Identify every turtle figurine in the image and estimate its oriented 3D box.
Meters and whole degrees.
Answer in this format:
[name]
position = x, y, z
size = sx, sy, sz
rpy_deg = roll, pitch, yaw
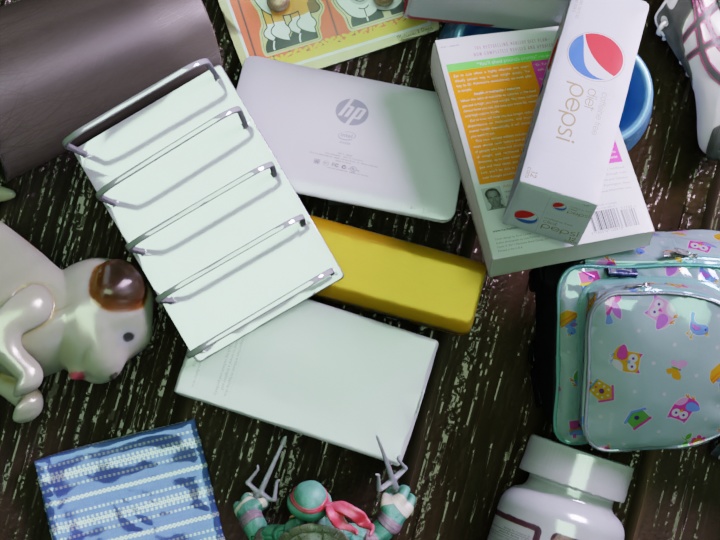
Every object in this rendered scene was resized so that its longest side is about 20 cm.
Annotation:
[turtle figurine]
position = -0.037, 0.221, 1.271
size = 0.150, 0.101, 0.200
rpy_deg = 8, 123, 12

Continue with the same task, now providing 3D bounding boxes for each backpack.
[backpack]
position = 0.252, 0.057, 1.290
size = 0.200, 0.153, 0.176
rpy_deg = -5, 110, -10

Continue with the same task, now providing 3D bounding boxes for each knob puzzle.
[knob puzzle]
position = -0.043, -0.278, 1.356
size = 0.219, 0.030, 0.220
rpy_deg = 0, 88, -2

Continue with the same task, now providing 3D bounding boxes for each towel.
[towel]
position = -0.187, 0.240, 1.329
size = 0.145, 0.024, 0.200
rpy_deg = -14, 88, -4

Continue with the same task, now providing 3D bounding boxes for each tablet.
[tablet]
position = -0.011, -0.113, 1.310
size = 0.200, 0.014, 0.130
rpy_deg = 12, 59, 0

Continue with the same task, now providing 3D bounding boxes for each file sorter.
[file sorter]
position = -0.122, -0.048, 1.213
size = 0.139, 0.125, 0.200
rpy_deg = -31, 89, -1

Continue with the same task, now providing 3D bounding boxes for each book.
[book]
position = 0.144, -0.102, 1.263
size = 0.133, 0.048, 0.200
rpy_deg = -10, 64, -7

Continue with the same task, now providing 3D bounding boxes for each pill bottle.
[pill bottle]
position = 0.156, 0.246, 1.303
size = 0.109, 0.110, 0.200
rpy_deg = 18, 87, -2

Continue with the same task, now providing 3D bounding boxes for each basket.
[basket]
position = -0.228, -0.173, 1.285
size = 0.200, 0.180, 0.136
rpy_deg = -25, 97, -15

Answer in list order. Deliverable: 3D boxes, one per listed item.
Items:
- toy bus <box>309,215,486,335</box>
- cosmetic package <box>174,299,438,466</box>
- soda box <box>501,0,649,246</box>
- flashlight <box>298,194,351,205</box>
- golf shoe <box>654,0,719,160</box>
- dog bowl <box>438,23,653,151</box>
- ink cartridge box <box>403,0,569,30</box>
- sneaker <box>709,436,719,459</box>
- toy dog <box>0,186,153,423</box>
[toy bus]
position = 0.000, 0.000, 1.321
size = 0.200, 0.078, 0.065
rpy_deg = 15, 87, -2
[cosmetic package]
position = -0.045, 0.081, 1.316
size = 0.200, 0.081, 0.113
rpy_deg = 20, 87, -3
[soda box]
position = 0.169, -0.124, 1.218
size = 0.064, 0.068, 0.200
rpy_deg = 17, 62, 1
[flashlight]
position = -0.091, -0.085, 1.331
size = 0.200, 0.068, 0.068
rpy_deg = 1, 57, -7
[golf shoe]
position = 0.299, -0.193, 1.358
size = 0.088, 0.077, 0.200
rpy_deg = 3, 85, 17
[dog bowl]
position = 0.162, -0.169, 1.352
size = 0.200, 0.050, 0.112
rpy_deg = 25, 87, -1
[ink cartridge box]
position = 0.115, -0.311, 1.311
size = 0.145, 0.083, 0.200
rpy_deg = 4, 70, -4
[sneaker]
position = 0.350, 0.190, 1.340
size = 0.112, 0.078, 0.200
rpy_deg = 13, 76, 2
[toy dog]
position = -0.271, 0.033, 1.293
size = 0.200, 0.140, 0.194
rpy_deg = 12, 50, -1
